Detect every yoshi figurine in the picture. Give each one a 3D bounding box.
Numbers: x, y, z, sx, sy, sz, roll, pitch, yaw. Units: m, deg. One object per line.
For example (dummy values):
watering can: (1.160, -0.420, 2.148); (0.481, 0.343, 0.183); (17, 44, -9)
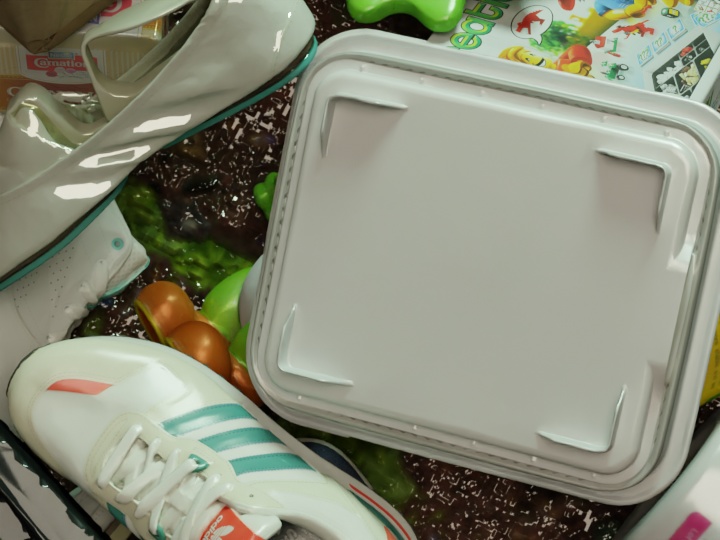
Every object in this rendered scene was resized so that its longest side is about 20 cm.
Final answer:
yoshi figurine: (-0.006, -0.014, 0.997); (0.199, 0.112, 0.113); (-27, 75, -11)

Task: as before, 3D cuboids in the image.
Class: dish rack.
dish rack: (0.048, -0.001, 0.888); (0.198, 0.044, 0.173); (13, 96, 16)

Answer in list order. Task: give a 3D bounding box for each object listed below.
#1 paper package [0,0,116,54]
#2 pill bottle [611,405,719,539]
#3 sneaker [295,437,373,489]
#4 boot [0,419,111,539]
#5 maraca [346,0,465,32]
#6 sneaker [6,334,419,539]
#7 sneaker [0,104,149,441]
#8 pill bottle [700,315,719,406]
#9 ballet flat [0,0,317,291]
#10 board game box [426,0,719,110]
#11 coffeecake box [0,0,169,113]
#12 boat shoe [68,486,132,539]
paper package: (-0.139, -0.224, 0.933); (0.190, 0.104, 0.200); (-39, 70, -19)
pill bottle: (0.217, 0.156, 0.970); (0.200, 0.113, 0.114); (40, 80, 5)
sneaker: (-0.005, 0.171, 0.970); (0.074, 0.085, 0.202); (-14, 80, -6)
boot: (-0.211, 0.124, 0.906); (0.168, 0.076, 0.200); (-43, 89, -6)
maraca: (0.018, -0.189, 1.016); (0.136, 0.107, 0.201); (-26, 55, -6)
sneaker: (-0.063, 0.093, 0.900); (0.199, 0.093, 0.071); (32, 98, 0)
sneaker: (-0.144, 0.006, 1.003); (0.088, 0.075, 0.202); (8, 77, -7)
pill bottle: (0.162, -0.002, 0.990); (0.199, 0.111, 0.112); (-23, 81, -22)
ballet flat: (-0.111, -0.068, 0.926); (0.199, 0.069, 0.070); (-35, 82, 13)
board game box: (0.101, -0.094, 0.984); (0.125, 0.035, 0.200); (19, 41, 15)
coffeecake box: (-0.162, -0.176, 1.009); (0.152, 0.073, 0.202); (3, 62, -3)
boat shoe: (-0.170, 0.141, 0.972); (0.200, 0.075, 0.068); (-44, 90, -9)
